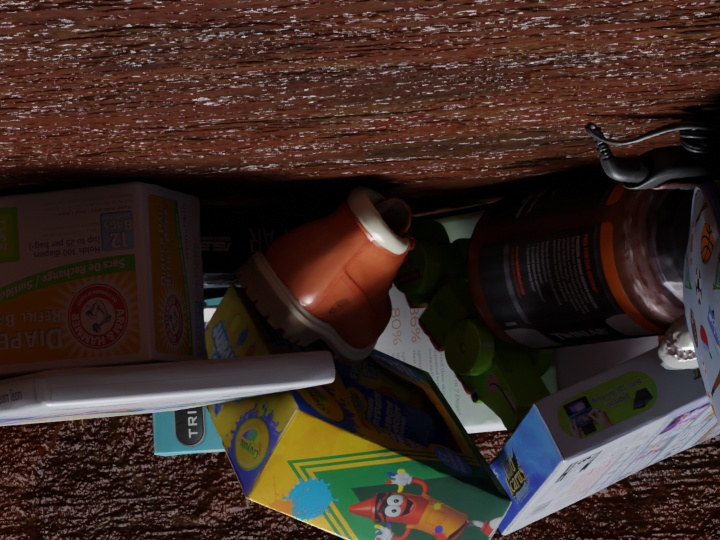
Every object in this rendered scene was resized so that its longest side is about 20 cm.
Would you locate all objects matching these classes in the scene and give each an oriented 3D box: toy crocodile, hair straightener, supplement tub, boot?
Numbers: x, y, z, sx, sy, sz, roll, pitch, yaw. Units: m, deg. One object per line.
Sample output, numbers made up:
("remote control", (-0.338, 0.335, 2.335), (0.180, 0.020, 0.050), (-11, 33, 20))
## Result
("toy crocodile", (0.069, 0.034, 1.691), (0.067, 0.200, 0.062), (-1, 137, -41))
("hair straightener", (0.214, -0.073, 1.367), (0.199, 0.041, 0.077), (5, 146, -25))
("supplement tub", (0.166, -0.009, 1.581), (0.107, 0.107, 0.200), (1, 174, -38))
("boot", (0.000, 0.000, 1.619), (0.107, 0.075, 0.200), (-41, 167, 7))

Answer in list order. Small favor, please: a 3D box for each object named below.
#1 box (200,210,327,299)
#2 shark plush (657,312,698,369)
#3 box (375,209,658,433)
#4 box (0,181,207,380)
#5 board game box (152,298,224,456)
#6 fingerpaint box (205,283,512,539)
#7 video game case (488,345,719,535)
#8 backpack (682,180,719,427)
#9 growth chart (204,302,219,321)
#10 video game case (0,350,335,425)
("box", (-0.122, -0.008, 1.746), (0.200, 0.044, 0.160), (-8, 174, 44))
("shark plush", (0.267, -0.002, 1.490), (0.200, 0.091, 0.083), (-31, 157, -23))
("box", (0.105, 0.037, 1.784), (0.106, 0.153, 0.200), (0, 174, -41))
("box", (-0.203, 0.012, 1.539), (0.199, 0.113, 0.101), (-6, 174, 16))
("board game box", (-0.071, 0.070, 2.042), (0.199, 0.152, 0.047), (-4, 174, 7))
("fingerpaint box", (-0.011, 0.104, 1.648), (0.166, 0.074, 0.200), (25, -166, -23))
("video game case", (0.178, 0.094, 1.607), (0.181, 0.046, 0.200), (-22, 166, -15))
("backpack", (0.248, 0.005, 1.303), (0.153, 0.200, 0.191), (-6, 132, -12))
("growth chart", (-0.122, 0.029, 1.808), (0.199, 0.018, 0.145), (-3, 176, -13))
("video game case", (-0.146, 0.073, 1.516), (0.199, 0.024, 0.182), (-3, 174, -35))
